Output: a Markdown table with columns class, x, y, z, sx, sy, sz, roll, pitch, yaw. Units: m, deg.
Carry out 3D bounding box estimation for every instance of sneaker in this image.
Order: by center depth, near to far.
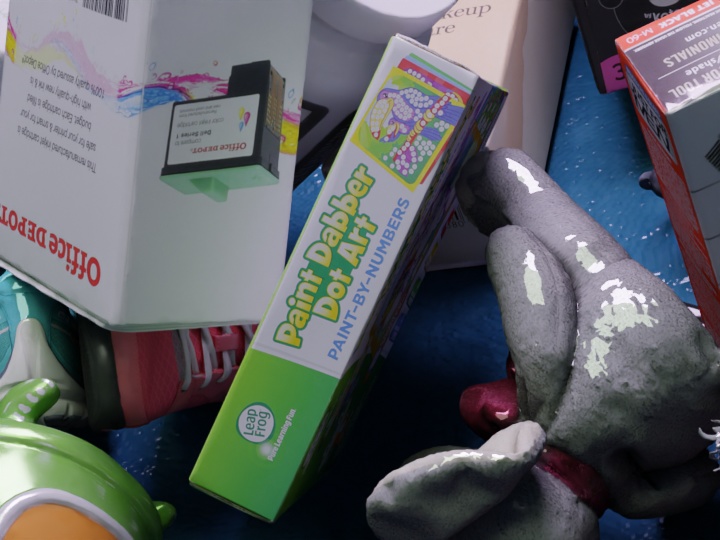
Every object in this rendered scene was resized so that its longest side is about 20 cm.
| class | x | y | z | sx | sy | sz | roll | pitch | yaw |
| --- | --- | --- | --- | --- | --- | --- | --- | --- | --- |
| sneaker | -0.076 | 0.028 | 1.199 | 0.086 | 0.074 | 0.200 | -6 | 4 | 11 |
| sneaker | -0.158 | 0.036 | 1.234 | 0.077 | 0.080 | 0.200 | -4 | -1 | -11 |

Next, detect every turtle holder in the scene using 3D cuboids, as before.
| class | x | y | z | sx | sy | sz | roll | pitch | yaw |
| --- | --- | --- | --- | --- | --- | --- | --- | --- | --- |
| turtle holder | -0.181 | 0.141 | 1.122 | 0.184 | 0.141 | 0.132 | -2 | 46 | 16 |

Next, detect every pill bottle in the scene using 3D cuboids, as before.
| class | x | y | z | sx | sy | sz | roll | pitch | yaw |
| --- | --- | --- | --- | --- | --- | --- | --- | --- | --- |
| pill bottle | -0.036 | -0.112 | 1.208 | 0.200 | 0.116 | 0.116 | -40 | 15 | 51 |

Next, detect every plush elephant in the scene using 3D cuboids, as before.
| class | x | y | z | sx | sy | sz | roll | pitch | yaw |
| --- | --- | --- | --- | --- | --- | --- | --- | --- | --- |
| plush elephant | 0.078 | 0.076 | 1.058 | 0.155 | 0.165 | 0.200 | -40 | 29 | -4 |

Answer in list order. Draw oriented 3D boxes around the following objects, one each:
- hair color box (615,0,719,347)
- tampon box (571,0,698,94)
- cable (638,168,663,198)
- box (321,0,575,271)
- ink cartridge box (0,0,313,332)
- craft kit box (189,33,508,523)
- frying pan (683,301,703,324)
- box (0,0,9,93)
| class | x | y | z | sx | sy | sz | roll | pitch | yaw |
| --- | --- | --- | --- | --- | --- | --- | --- | --- | --- |
| hair color box | 0.186 | -0.025 | 1.049 | 0.110 | 0.201 | 0.064 | -24 | 39 | -2 |
| tampon box | 0.175 | -0.199 | 1.328 | 0.149 | 0.127 | 0.200 | -15 | 24 | 10 |
| cable | 0.241 | -0.068 | 1.221 | 0.199 | 0.051 | 0.163 | -29 | 26 | -19 |
| box | 0.050 | -0.096 | 1.340 | 0.094 | 0.078 | 0.201 | -8 | 41 | 19 |
| ink cartridge box | -0.091 | -0.087 | 1.107 | 0.083 | 0.202 | 0.145 | 0 | 14 | -30 |
| craft kit box | 0.000 | 0.000 | 1.110 | 0.048 | 0.197 | 0.201 | 25 | 95 | 8 |
| frying pan | 0.187 | 0.041 | 1.152 | 0.189 | 0.031 | 0.115 | -12 | 38 | 18 |
| box | -0.151 | -0.126 | 1.396 | 0.198 | 0.172 | 0.200 | 14 | 50 | 37 |
